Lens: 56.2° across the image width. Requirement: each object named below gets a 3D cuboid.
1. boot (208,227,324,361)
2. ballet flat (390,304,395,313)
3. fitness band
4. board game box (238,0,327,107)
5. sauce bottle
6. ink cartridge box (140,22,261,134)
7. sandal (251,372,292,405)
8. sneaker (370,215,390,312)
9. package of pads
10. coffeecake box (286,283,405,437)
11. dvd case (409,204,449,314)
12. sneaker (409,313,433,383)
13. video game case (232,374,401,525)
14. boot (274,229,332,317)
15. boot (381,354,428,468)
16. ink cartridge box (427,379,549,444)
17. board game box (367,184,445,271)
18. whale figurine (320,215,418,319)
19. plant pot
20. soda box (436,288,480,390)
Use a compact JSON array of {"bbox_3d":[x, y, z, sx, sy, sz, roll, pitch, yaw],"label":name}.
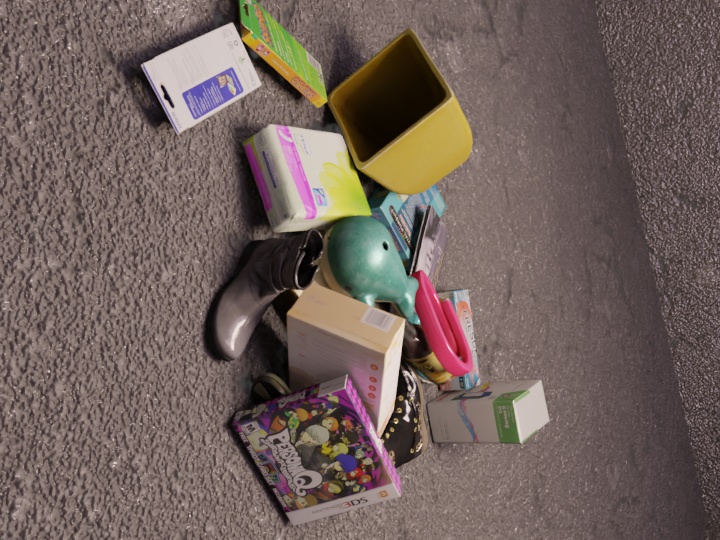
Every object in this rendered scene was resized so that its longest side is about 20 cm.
[{"bbox_3d":[-0.129,0.027,0.938,0.070,0.130,0.203,42,52,-40],"label":"boot"},{"bbox_3d":[0.009,0.129,1.167,0.073,0.072,0.202,48,54,-36],"label":"ballet flat"},{"bbox_3d":[0.142,0.092,1.197,0.143,0.037,0.203,30,35,-60],"label":"fitness band"},{"bbox_3d":[-0.127,-0.352,1.073,0.199,0.030,0.097,37,34,-46],"label":"board game box"},{"bbox_3d":[0.105,0.137,1.192,0.200,0.065,0.067,44,51,-42],"label":"sauce bottle"},{"bbox_3d":[-0.226,-0.268,0.943,0.200,0.039,0.101,-48,121,-47],"label":"ink cartridge box"},{"bbox_3d":[-0.091,0.229,1.003,0.204,0.078,0.058,66,26,-20],"label":"sandal"},{"bbox_3d":[0.000,0.000,1.163,0.076,0.085,0.204,18,62,-30],"label":"sneaker"},{"bbox_3d":[-0.082,-0.145,1.062,0.198,0.068,0.157,-6,73,-54],"label":"package of pads"},{"bbox_3d":[-0.024,0.137,0.974,0.073,0.151,0.203,-53,156,-44],"label":"coffeecake box"},{"bbox_3d":[0.133,-0.006,1.329,0.149,0.016,0.204,44,58,-62],"label":"dvd case"},{"bbox_3d":[0.125,0.152,1.297,0.201,0.078,0.079,50,47,-36],"label":"sneaker"},{"bbox_3d":[-0.059,0.259,0.954,0.036,0.178,0.203,-78,146,-64],"label":"video game case"},{"bbox_3d":[-0.050,0.050,1.092,0.202,0.071,0.156,58,41,-25],"label":"boot"},{"bbox_3d":[0.050,0.262,1.187,0.150,0.072,0.205,-26,110,-52],"label":"boot"},{"bbox_3d":[0.253,0.282,1.345,0.144,0.197,0.090,-13,90,-51],"label":"ink cartridge box"},{"bbox_3d":[0.091,-0.123,1.328,0.152,0.046,0.201,59,43,-29],"label":"board game box"},{"bbox_3d":[0.031,-0.004,1.063,0.199,0.103,0.162,36,51,-28],"label":"whale figurine"},{"bbox_3d":[0.091,-0.251,1.195,0.199,0.193,0.198,36,25,-50],"label":"plant pot"},{"bbox_3d":[0.194,0.142,1.397,0.063,0.067,0.205,-4,86,-52],"label":"soda box"}]
